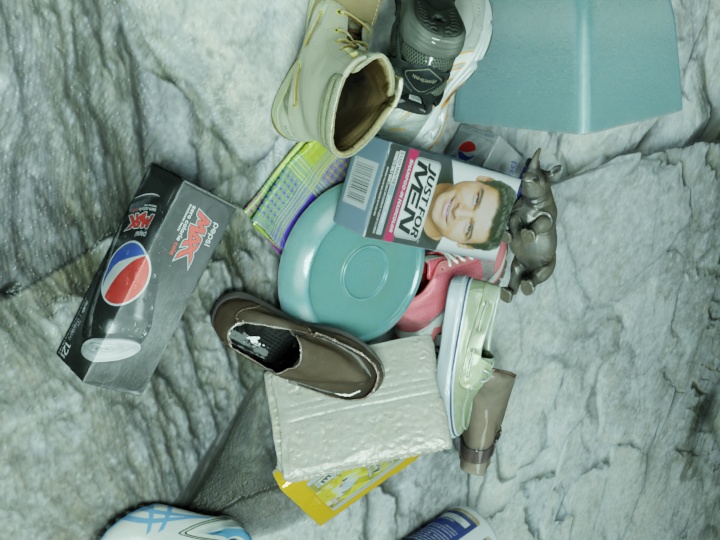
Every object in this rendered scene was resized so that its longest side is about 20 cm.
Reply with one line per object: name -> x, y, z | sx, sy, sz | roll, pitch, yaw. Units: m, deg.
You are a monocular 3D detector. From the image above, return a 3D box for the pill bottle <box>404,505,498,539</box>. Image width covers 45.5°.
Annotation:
pill bottle -> 0.101, 0.437, 1.249 | 0.199, 0.111, 0.112 | -22, 124, -34

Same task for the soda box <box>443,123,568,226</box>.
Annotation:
soda box -> 0.186, -0.107, 1.092 | 0.200, 0.068, 0.064 | 31, 87, -46

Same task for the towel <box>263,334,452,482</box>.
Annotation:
towel -> -0.004, 0.154, 0.957 | 0.198, 0.134, 0.035 | -11, 162, 1

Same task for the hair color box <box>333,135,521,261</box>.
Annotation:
hair color box -> 0.076, -0.076, 0.926 | 0.199, 0.060, 0.100 | 8, 103, -40

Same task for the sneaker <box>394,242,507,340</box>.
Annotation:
sneaker -> 0.112, 0.003, 1.073 | 0.200, 0.074, 0.087 | -44, 132, -18

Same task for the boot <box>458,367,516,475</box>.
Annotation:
boot -> 0.169, 0.208, 1.187 | 0.200, 0.070, 0.148 | 34, 67, -73

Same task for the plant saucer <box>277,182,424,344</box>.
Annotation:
plant saucer -> 0.000, 0.000, 0.954 | 0.199, 0.027, 0.202 | -15, 116, -33

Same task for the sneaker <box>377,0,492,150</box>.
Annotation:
sneaker -> 0.070, -0.227, 0.924 | 0.092, 0.076, 0.201 | 22, 93, -42

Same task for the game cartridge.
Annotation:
game cartridge -> 0.006, 0.224, 1.041 | 0.199, 0.033, 0.177 | -32, 148, -5

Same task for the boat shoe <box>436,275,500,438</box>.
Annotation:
boat shoe -> 0.129, 0.108, 1.030 | 0.072, 0.061, 0.202 | -23, 119, -66

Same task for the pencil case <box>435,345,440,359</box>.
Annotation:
pencil case -> 0.058, 0.141, 1.086 | 0.199, 0.078, 0.090 | -1, 130, -43

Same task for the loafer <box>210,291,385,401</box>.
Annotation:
loafer -> -0.065, 0.092, 0.893 | 0.199, 0.071, 0.073 | 22, 106, -15

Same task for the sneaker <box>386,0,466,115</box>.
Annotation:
sneaker -> 0.055, -0.235, 0.860 | 0.076, 0.200, 0.115 | 12, 132, -13

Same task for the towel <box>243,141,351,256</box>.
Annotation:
towel -> -0.029, -0.057, 0.948 | 0.144, 0.023, 0.200 | -52, 136, -10

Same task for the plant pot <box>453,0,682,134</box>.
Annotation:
plant pot -> 0.236, -0.275, 0.976 | 0.195, 0.195, 0.202 | -18, 113, -36

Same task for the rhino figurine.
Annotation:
rhino figurine -> 0.208, -0.059, 1.044 | 0.087, 0.059, 0.201 | -40, 138, -41

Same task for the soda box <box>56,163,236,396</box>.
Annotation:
soda box -> -0.198, 0.010, 0.792 | 0.071, 0.063, 0.201 | 26, 91, -47

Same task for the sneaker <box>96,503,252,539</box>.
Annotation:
sneaker -> -0.194, 0.301, 0.934 | 0.199, 0.072, 0.072 | 19, 98, -45

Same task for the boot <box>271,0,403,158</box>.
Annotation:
boot -> -0.006, -0.205, 0.795 | 0.072, 0.155, 0.201 | 22, 96, -28
